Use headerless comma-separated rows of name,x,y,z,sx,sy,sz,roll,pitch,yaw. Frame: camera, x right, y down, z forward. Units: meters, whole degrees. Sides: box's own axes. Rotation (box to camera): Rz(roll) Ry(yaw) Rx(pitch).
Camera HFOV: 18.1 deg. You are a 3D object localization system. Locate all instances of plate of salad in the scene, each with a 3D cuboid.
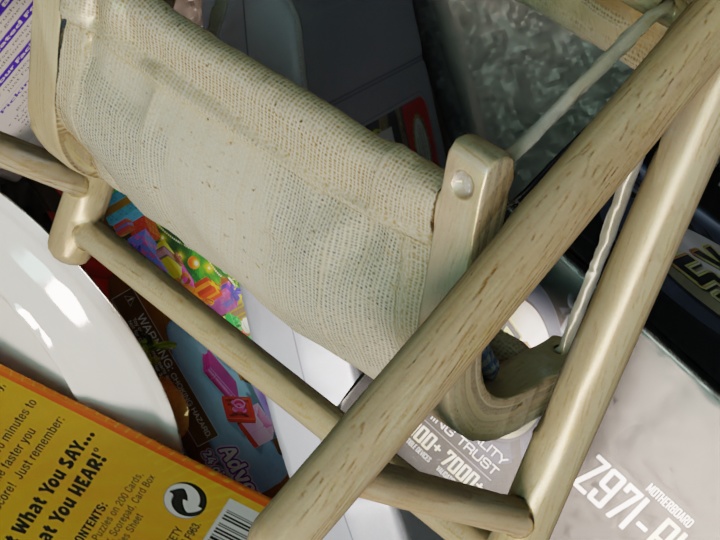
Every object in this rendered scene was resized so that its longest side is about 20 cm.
plate of salad,-0.141,0.020,0.847,0.199,0.048,0.201,27,144,21

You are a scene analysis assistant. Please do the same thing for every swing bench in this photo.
swing bench,-0.006,-0.054,0.581,0.199,0.130,0.201,36,98,32

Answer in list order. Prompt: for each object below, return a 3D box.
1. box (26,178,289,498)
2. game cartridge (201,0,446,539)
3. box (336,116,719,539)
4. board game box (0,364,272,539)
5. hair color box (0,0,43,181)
box,-0.018,0.014,0.839,0.136,0.039,0.201,-29,94,21
game cartridge,0.000,0.000,0.738,0.041,0.133,0.201,-8,101,24
box,0.105,0.037,0.721,0.164,0.200,0.086,42,114,3
board game box,-0.146,0.176,0.798,0.199,0.200,0.200,25,140,9
hair color box,-0.123,-0.097,0.742,0.065,0.200,0.109,40,90,4
